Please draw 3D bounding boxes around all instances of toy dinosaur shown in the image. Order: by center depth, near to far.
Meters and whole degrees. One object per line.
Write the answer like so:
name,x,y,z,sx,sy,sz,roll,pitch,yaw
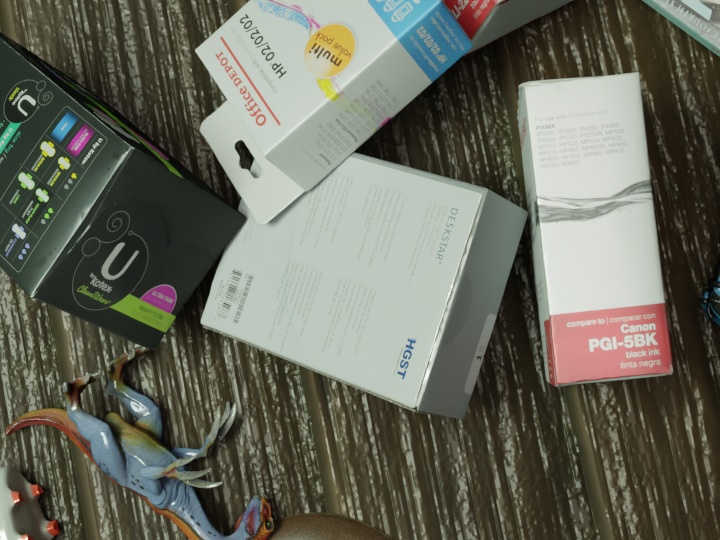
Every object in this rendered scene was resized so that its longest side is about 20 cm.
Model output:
toy dinosaur,-0.153,0.151,0.979,0.199,0.105,0.183,-30,87,39

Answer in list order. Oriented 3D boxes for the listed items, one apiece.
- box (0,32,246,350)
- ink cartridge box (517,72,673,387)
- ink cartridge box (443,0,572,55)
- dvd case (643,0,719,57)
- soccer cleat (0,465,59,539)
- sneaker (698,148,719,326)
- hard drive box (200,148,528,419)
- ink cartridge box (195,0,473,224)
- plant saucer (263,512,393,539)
box,-0.212,-0.061,0.921,0.199,0.148,0.125,37,93,31
ink cartridge box,0.162,-0.024,0.891,0.081,0.147,0.204,-6,86,6
ink cartridge box,0.088,-0.284,0.926,0.143,0.084,0.202,-29,81,-22
dvd case,0.316,-0.252,0.946,0.145,0.022,0.201,38,93,9
soccer cleat,-0.269,0.256,0.981,0.076,0.069,0.203,-16,87,10
sneaker,0.282,-0.002,0.908,0.081,0.073,0.204,-13,84,9
hard drive box,0.000,0.000,0.915,0.198,0.076,0.158,19,90,33
ink cartridge box,-0.035,-0.143,0.890,0.199,0.068,0.116,-40,59,9
plant saucer,-0.035,0.289,0.957,0.197,0.037,0.204,0,87,9
